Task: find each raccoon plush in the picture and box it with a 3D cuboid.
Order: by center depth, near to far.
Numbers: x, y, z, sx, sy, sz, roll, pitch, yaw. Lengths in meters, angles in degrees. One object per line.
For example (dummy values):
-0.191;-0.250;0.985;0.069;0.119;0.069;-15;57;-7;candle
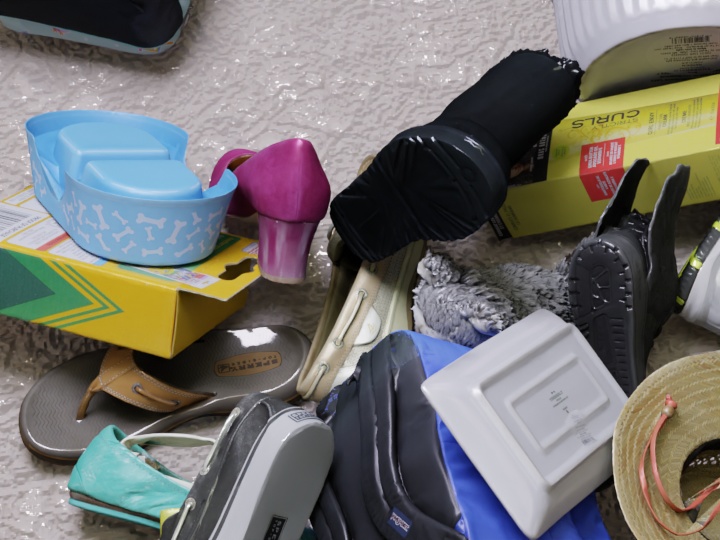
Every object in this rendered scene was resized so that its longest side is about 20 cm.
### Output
0.099;0.003;1.513;0.097;0.134;0.200;25;61;20;raccoon plush

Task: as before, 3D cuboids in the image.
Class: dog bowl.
-0.155;-0.055;1.553;0.111;0.050;0.200;-2;21;-24;dog bowl

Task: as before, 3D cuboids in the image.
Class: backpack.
0.055;0.148;1.403;0.168;0.163;0.200;15;42;-35;backpack
-0.187;-0.263;1.704;0.175;0.153;0.200;11;67;9;backpack

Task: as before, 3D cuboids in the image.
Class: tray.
0.109;0.081;1.367;0.022;0.200;0.107;-37;85;27;tray

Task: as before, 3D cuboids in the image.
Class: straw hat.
0.228;0.147;1.432;0.201;0.085;0.201;10;57;-16;straw hat

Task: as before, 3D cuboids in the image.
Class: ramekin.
0.224;-0.169;1.589;0.200;0.200;0.105;1;65;5;ramekin

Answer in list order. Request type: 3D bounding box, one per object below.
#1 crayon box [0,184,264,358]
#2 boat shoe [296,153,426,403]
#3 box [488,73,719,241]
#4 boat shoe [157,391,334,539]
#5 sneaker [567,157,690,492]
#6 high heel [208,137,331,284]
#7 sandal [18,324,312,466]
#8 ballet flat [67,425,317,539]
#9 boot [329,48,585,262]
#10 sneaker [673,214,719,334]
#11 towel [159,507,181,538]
-0.157;0.002;1.540;0.200;0.052;0.126;13;19;17;crayon box
-0.001;0.002;1.552;0.063;0.073;0.201;18;61;-20;boat shoe
0.178;-0.077;1.568;0.200;0.050;0.075;-9;45;24;box
-0.084;0.168;1.379;0.064;0.071;0.200;24;84;40;boat shoe
0.169;0.034;1.499;0.060;0.200;0.104;10;17;25;sneaker
-0.060;-0.070;1.556;0.067;0.096;0.200;6;20;-9;high heel
-0.126;0.070;1.532;0.200;0.055;0.082;-10;56;-3;sandal
-0.088;0.144;1.466;0.200;0.067;0.071;19;86;18;ballet flat
0.078;-0.082;1.473;0.162;0.198;0.073;-38;95;-26;boot
0.280;-0.032;1.572;0.076;0.075;0.200;34;68;5;sneaker
-0.075;0.239;1.398;0.086;0.018;0.200;-3;76;-1;towel
